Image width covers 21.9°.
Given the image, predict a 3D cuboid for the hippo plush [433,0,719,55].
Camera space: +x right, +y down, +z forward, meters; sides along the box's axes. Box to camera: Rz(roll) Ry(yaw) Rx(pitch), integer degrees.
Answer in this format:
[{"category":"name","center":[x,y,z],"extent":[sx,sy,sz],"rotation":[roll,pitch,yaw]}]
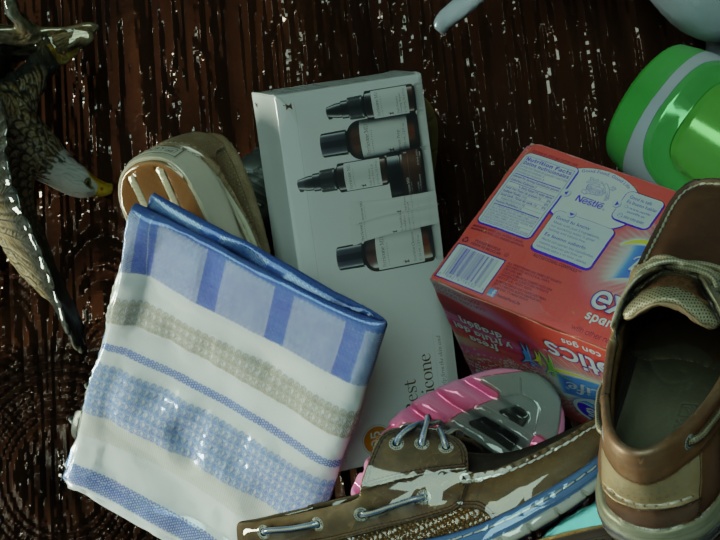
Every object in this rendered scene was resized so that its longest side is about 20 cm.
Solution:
[{"category":"hippo plush","center":[0.165,-0.201,0.992],"extent":[0.161,0.159,0.200],"rotation":[32,65,11]}]

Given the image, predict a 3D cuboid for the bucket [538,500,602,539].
[{"category":"bucket","center":[0.156,0.201,0.884],"extent":[0.207,0.135,0.207],"rotation":[-5,72,15]}]

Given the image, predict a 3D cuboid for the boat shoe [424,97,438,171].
[{"category":"boat shoe","center":[-0.006,-0.006,1.036],"extent":[0.065,0.073,0.200],"rotation":[20,94,63]}]

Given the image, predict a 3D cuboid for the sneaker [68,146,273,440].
[{"category":"sneaker","center":[-0.077,0.029,1.048],"extent":[0.090,0.066,0.200],"rotation":[29,85,16]}]

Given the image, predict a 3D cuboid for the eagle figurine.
[{"category":"eagle figurine","center":[-0.211,-0.054,1.079],"extent":[0.151,0.152,0.200],"rotation":[13,72,-1]}]

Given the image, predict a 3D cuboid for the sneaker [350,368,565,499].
[{"category":"sneaker","center":[0.028,0.127,0.964],"extent":[0.200,0.095,0.079],"rotation":[-45,81,6]}]

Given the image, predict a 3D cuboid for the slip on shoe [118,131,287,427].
[{"category":"slip on shoe","center":[-0.067,0.024,0.979],"extent":[0.076,0.061,0.200],"rotation":[-12,105,33]}]

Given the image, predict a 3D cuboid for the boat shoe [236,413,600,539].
[{"category":"boat shoe","center":[0.030,0.108,0.881],"extent":[0.200,0.072,0.072],"rotation":[-27,84,7]}]

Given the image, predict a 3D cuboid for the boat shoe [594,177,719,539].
[{"category":"boat shoe","center":[0.146,0.027,0.817],"extent":[0.076,0.072,0.200],"rotation":[0,47,19]}]

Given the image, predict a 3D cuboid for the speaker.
[{"category":"speaker","center":[0.228,-0.037,0.964],"extent":[0.200,0.088,0.088],"rotation":[37,87,23]}]

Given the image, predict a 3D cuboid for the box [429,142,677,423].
[{"category":"box","center":[0.150,0.025,0.933],"extent":[0.200,0.095,0.103],"rotation":[22,64,32]}]

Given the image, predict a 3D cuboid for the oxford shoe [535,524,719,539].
[{"category":"oxford shoe","center":[0.137,0.138,0.796],"extent":[0.200,0.073,0.071],"rotation":[-4,72,16]}]

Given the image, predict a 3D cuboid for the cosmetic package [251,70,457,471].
[{"category":"cosmetic package","center":[0.000,0.000,0.976],"extent":[0.083,0.051,0.200],"rotation":[-11,101,-14]}]

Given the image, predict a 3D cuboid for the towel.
[{"category":"towel","center":[-0.075,0.070,0.952],"extent":[0.147,0.024,0.200],"rotation":[28,126,11]}]
